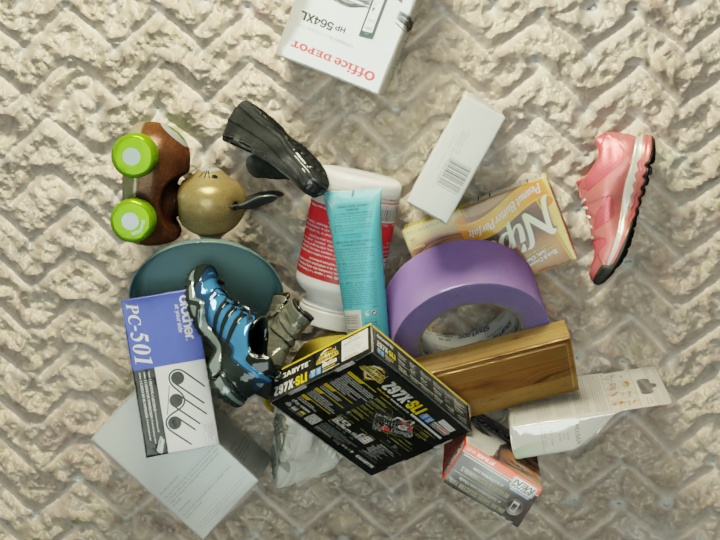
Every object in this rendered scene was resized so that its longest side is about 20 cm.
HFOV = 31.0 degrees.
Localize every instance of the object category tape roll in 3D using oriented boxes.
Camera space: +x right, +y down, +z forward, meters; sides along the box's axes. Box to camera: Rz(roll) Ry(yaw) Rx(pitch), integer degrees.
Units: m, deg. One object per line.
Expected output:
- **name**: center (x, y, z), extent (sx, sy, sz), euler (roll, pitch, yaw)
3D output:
- **tape roll**: center (0.132, 0.062, 1.633), extent (0.200, 0.085, 0.200), euler (-5, 132, -6)

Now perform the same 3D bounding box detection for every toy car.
- **toy car**: center (-0.200, -0.106, 1.648), extent (0.200, 0.164, 0.158), euler (3, 99, 3)

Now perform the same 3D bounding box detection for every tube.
- **tube**: center (0.000, 0.000, 1.591), extent (0.077, 0.050, 0.200), euler (-5, 95, 18)

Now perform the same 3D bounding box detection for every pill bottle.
- **pill bottle**: center (-0.020, -0.028, 1.668), extent (0.112, 0.112, 0.200), euler (13, 100, 3)

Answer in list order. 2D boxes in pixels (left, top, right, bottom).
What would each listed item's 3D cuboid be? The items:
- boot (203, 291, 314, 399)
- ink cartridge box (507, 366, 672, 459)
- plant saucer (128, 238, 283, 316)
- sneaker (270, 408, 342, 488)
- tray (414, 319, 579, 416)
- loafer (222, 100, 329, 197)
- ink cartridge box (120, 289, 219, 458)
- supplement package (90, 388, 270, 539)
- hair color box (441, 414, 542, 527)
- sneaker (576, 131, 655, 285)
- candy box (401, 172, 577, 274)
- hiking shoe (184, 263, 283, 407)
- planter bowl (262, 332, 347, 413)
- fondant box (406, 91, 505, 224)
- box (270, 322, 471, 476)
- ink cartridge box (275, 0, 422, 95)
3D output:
- **boot**: center (-0.132, 0.088, 1.675), extent (0.068, 0.200, 0.131), euler (38, 78, -28)
- **ink cartridge box**: center (0.287, 0.177, 1.645), extent (0.200, 0.161, 0.050), euler (-7, 102, 7)
- **plant saucer**: center (-0.200, 0.025, 1.689), extent (0.200, 0.027, 0.200), euler (-3, 137, -3)
- **sneaker**: center (-0.064, 0.221, 1.693), extent (0.099, 0.200, 0.078), euler (-5, 65, -10)
- **tray**: center (0.168, 0.131, 1.620), extent (0.200, 0.037, 0.099), euler (-15, 132, 3)
- **loafer**: center (-0.109, -0.142, 1.640), extent (0.070, 0.068, 0.201), euler (-53, 50, 8)
- **ink cartridge box**: center (-0.241, 0.129, 1.639), extent (0.094, 0.044, 0.200), euler (-10, 88, -7)
- **supplement package**: center (-0.236, 0.236, 1.726), extent (0.200, 0.117, 0.117), euler (43, 99, -2)
- **hair color box**: center (0.166, 0.243, 1.648), extent (0.111, 0.200, 0.064), euler (31, 100, -1)
- **sneaker**: center (0.314, -0.083, 1.661), extent (0.087, 0.074, 0.200), euler (17, 96, 16)
- **candy box**: center (0.166, -0.037, 1.677), extent (0.200, 0.055, 0.116), euler (-21, 98, 8)
- **hiking shoe**: center (-0.152, 0.069, 1.587), extent (0.087, 0.074, 0.200), euler (-29, 60, 12)
- **planter bowl**: center (-0.025, 0.134, 1.683), extent (0.200, 0.200, 0.084), euler (-2, 66, 6)
- **fondant box**: center (0.118, -0.142, 1.593), extent (0.058, 0.200, 0.144), euler (29, 100, -1)
- **box**: center (0.013, 0.162, 1.573), extent (0.160, 0.049, 0.200), euler (-30, 129, 27)
- **ink cartridge box**: center (-0.002, -0.336, 1.633), extent (0.146, 0.084, 0.200), euler (21, 99, 2)
